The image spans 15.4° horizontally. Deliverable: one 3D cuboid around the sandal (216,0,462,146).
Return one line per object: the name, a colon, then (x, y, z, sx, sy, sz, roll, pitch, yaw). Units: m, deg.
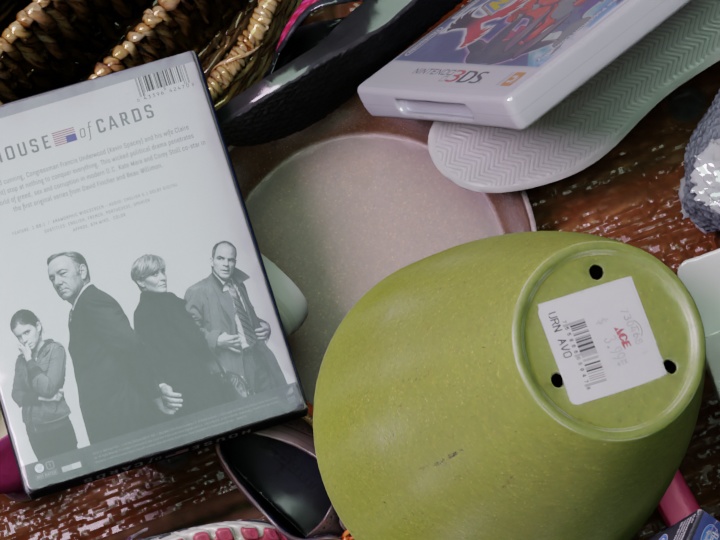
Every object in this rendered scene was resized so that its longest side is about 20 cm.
sandal: (-0.002, -0.136, 1.439, 0.200, 0.075, 0.045, -37, 75, 0)

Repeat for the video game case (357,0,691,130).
video game case: (0.111, -0.141, 1.381, 0.200, 0.182, 0.023, -38, 109, -16)

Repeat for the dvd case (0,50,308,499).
dvd case: (-0.127, 0.000, 1.368, 0.150, 0.025, 0.201, -16, 76, -7)

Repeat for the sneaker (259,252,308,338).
sneaker: (-0.129, 0.006, 1.415, 0.199, 0.074, 0.082, 23, 69, 8)

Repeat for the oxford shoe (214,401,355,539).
oxford shoe: (0.002, 0.142, 1.388, 0.200, 0.073, 0.071, 36, 103, 5)

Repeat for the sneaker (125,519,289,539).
sneaker: (-0.130, 0.172, 1.419, 0.199, 0.075, 0.081, -16, 116, -6)

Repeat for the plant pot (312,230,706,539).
plant pot: (0.088, 0.057, 1.283, 0.186, 0.200, 0.188, 3, 75, -13)

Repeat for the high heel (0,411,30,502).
high heel: (-0.158, 0.031, 1.446, 0.067, 0.096, 0.200, 31, 82, 16)

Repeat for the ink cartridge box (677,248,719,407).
ink cartridge box: (0.239, 0.075, 1.297, 0.116, 0.068, 0.201, -21, 106, 6)

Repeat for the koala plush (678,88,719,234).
koala plush: (0.257, -0.069, 1.370, 0.199, 0.177, 0.185, -20, 91, 0)

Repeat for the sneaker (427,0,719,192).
sneaker: (0.129, -0.117, 1.444, 0.199, 0.116, 0.074, -29, 105, 14)

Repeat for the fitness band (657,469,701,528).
fitness band: (0.225, 0.104, 1.395, 0.143, 0.037, 0.201, -29, 71, 1)

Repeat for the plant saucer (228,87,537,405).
plant saucer: (0.000, 0.000, 1.461, 0.199, 0.034, 0.201, -2, 74, 8)

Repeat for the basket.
basket: (-0.128, -0.145, 1.461, 0.143, 0.149, 0.200, 42, 84, 17)

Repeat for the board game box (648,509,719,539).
board game box: (0.097, 0.230, 1.286, 0.062, 0.200, 0.201, 35, 63, -13)
